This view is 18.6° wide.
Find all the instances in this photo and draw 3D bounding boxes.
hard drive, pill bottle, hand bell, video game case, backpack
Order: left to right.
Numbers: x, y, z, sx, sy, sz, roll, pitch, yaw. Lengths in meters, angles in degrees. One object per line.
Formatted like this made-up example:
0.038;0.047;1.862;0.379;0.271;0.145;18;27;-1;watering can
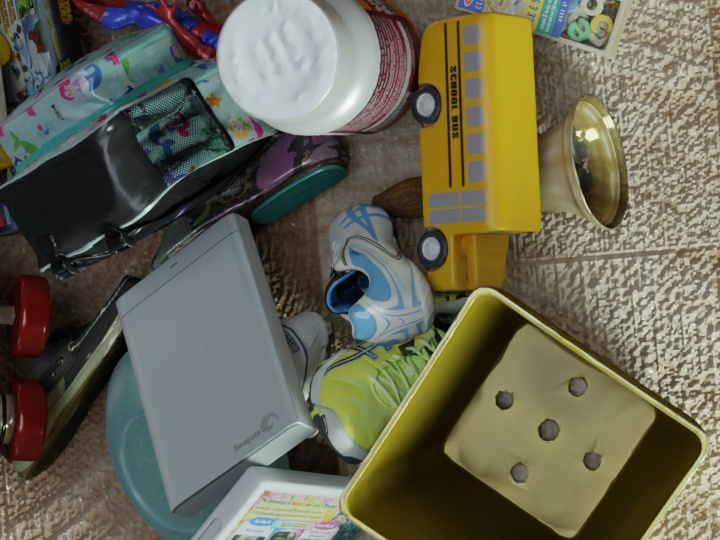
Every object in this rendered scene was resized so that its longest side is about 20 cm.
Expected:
-0.168;-0.099;1.681;0.177;0.200;0.151;-26;91;45;backpack
-0.115;0.071;1.682;0.132;0.027;0.201;-36;53;22;hard drive
-0.082;0.230;1.710;0.024;0.200;0.182;46;105;27;video game case
-0.028;-0.152;1.593;0.109;0.200;0.110;1;93;17;pill bottle
0.097;-0.067;1.708;0.199;0.104;0.105;-10;90;29;hand bell

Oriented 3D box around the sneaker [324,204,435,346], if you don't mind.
0.000;0.000;1.679;0.072;0.200;0.072;-7;111;-12;sneaker

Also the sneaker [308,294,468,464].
0.026;0.071;1.662;0.076;0.200;0.076;-33;102;37;sneaker

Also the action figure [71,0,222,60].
-0.146;-0.198;1.777;0.199;0.065;0.052;27;109;16;action figure

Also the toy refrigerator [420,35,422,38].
-0.035;-0.215;1.736;0.070;0.076;0.200;-45;81;14;toy refrigerator

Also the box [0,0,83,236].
-0.276;-0.137;1.806;0.136;0.040;0.201;-12;89;43;box

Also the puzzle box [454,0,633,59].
0.163;-0.278;1.698;0.132;0.025;0.201;19;98;16;puzzle box

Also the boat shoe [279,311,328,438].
-0.071;0.106;1.764;0.074;0.086;0.203;38;132;19;boat shoe

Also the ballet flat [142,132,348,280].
-0.101;-0.056;1.776;0.200;0.069;0.071;-36;64;12;ballet flat

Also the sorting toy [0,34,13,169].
-0.350;-0.095;1.793;0.180;0.106;0.201;122;143;-51;sorting toy

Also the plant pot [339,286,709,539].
0.131;0.134;1.643;0.199;0.176;0.201;34;103;6;plant pot

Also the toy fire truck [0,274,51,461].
-0.323;0.082;1.794;0.111;0.168;0.202;4;84;-19;toy fire truck

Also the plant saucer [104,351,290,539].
-0.143;0.154;1.760;0.200;0.039;0.202;19;122;33;plant saucer

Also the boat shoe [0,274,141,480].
-0.244;0.081;1.817;0.066;0.072;0.201;36;107;7;boat shoe

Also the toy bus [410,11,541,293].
0.088;-0.085;1.634;0.078;0.065;0.202;-5;86;40;toy bus
